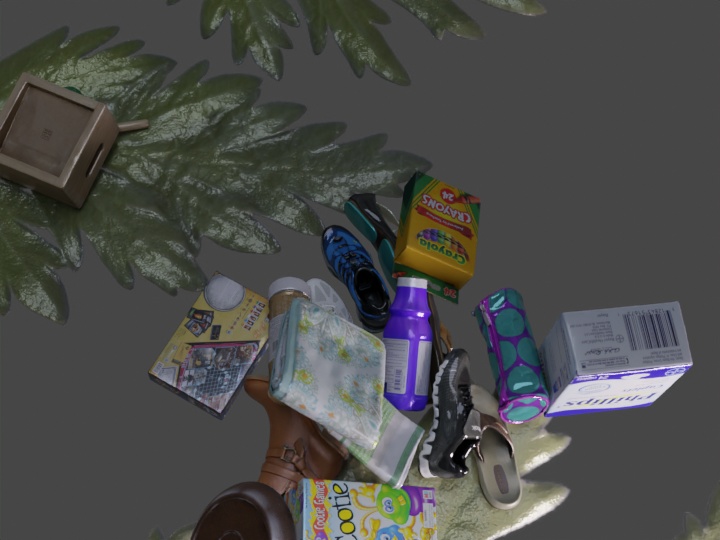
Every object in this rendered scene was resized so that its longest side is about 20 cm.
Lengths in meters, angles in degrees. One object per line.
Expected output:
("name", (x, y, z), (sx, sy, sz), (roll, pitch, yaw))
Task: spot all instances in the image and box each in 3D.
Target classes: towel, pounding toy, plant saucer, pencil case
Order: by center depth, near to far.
("plant saucer", (-0.175, 0.393, 1.509), (0.199, 0.032, 0.202), (-17, 61, 33))
("towel", (-0.041, 0.139, 1.526), (0.170, 0.048, 0.201), (30, 35, -17))
("towel", (0.002, 0.208, 1.559), (0.200, 0.031, 0.149), (43, 27, -4))
("pencil case", (0.233, 0.132, 1.686), (0.092, 0.085, 0.202), (14, 50, -35))
("pounding toy", (-0.487, -0.222, 1.800), (0.183, 0.142, 0.202), (22, 76, 7))

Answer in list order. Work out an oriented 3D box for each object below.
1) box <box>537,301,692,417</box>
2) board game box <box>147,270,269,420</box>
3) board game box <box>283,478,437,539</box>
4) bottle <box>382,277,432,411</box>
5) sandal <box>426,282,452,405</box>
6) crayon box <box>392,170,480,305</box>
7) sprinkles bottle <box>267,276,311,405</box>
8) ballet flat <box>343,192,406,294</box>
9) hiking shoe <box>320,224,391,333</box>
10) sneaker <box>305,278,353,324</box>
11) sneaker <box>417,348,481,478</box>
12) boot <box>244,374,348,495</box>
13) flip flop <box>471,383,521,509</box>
("box", (0.377, 0.138, 1.641), (0.182, 0.200, 0.106), (-5, 67, -6))
("board game box", (-0.223, 0.116, 1.699), (0.135, 0.035, 0.201), (28, 66, 9))
("board game box", (-0.001, 0.364, 1.535), (0.198, 0.103, 0.106), (7, 63, -17))
("bottle", (0.072, 0.113, 1.663), (0.065, 0.083, 0.202), (8, 85, -35))
("sandal", (0.114, 0.114, 1.714), (0.054, 0.082, 0.202), (11, 56, -27))
("crayon box", (0.125, -0.055, 1.754), (0.126, 0.051, 0.201), (22, 51, -16))
("sprinkles bottle", (-0.107, 0.105, 1.630), (0.067, 0.069, 0.201), (0, 48, -4))
("ballet flat", (0.048, -0.052, 1.784), (0.068, 0.068, 0.201), (-22, 68, -24))
("hiking shoe", (0.000, 0.000, 1.741), (0.074, 0.087, 0.201), (-26, 69, -15))
("sneaker", (-0.037, 0.083, 1.684), (0.075, 0.116, 0.202), (-20, 68, -13))
("sneaker", (0.149, 0.220, 1.620), (0.090, 0.066, 0.202), (9, 84, 41))
("boot", (-0.120, 0.257, 1.622), (0.199, 0.074, 0.156), (26, 71, 14))
("flip flop", (0.197, 0.263, 1.648), (0.080, 0.058, 0.202), (-11, 66, -9))
